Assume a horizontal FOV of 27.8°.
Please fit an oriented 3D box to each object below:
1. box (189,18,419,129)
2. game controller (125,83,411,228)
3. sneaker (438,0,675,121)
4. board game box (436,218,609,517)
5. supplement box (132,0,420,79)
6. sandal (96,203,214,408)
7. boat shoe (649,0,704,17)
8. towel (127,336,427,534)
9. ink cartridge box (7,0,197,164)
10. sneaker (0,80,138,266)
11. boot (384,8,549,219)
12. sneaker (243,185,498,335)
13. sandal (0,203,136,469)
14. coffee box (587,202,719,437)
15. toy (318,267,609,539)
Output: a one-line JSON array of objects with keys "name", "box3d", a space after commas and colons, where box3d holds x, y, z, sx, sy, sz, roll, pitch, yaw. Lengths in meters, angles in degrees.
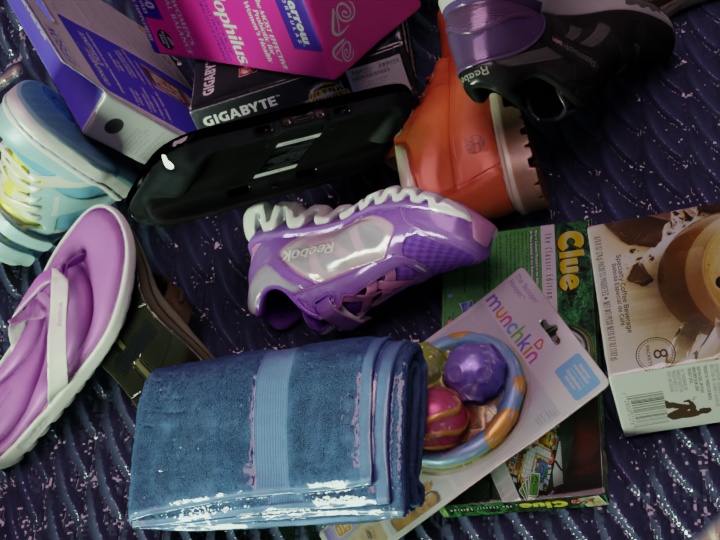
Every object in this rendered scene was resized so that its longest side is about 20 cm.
[{"name": "box", "box3d": [-0.042, -0.172, 1.092, 0.159, 0.046, 0.200, -16, 34, 9]}, {"name": "game controller", "box3d": [-0.057, -0.079, 0.968, 0.200, 0.104, 0.042, -18, 66, -32]}, {"name": "sneaker", "box3d": [0.137, -0.139, 0.990, 0.076, 0.200, 0.088, -24, 70, 52]}, {"name": "board game box", "box3d": [0.102, 0.059, 0.931, 0.105, 0.023, 0.200, -8, 55, 17]}, {"name": "supplement box", "box3d": [-0.071, -0.212, 1.030, 0.200, 0.101, 0.103, 14, 47, 42]}, {"name": "sandal", "box3d": [-0.147, 0.042, 1.011, 0.080, 0.057, 0.201, -43, 68, 19]}, {"name": "boat shoe", "box3d": [0.240, -0.240, 1.060, 0.200, 0.072, 0.076, -34, 52, -6]}, {"name": "towel", "box3d": [-0.054, 0.101, 0.885, 0.200, 0.049, 0.112, -10, 68, 30]}, {"name": "ink cartridge box", "box3d": [-0.195, -0.154, 1.074, 0.043, 0.200, 0.198, -45, 51, 12]}, {"name": "sneaker", "box3d": [-0.241, -0.058, 1.040, 0.130, 0.200, 0.080, -36, 76, 2]}, {"name": "boot", "box3d": [0.063, -0.118, 1.040, 0.107, 0.075, 0.200, -17, 54, 13]}, {"name": "sneaker", "box3d": [0.000, 0.000, 0.965, 0.200, 0.080, 0.089, -6, 62, 37]}, {"name": "sandal", "box3d": [-0.215, 0.048, 0.986, 0.082, 0.050, 0.203, 33, 99, 32]}, {"name": "coffee box", "box3d": [0.245, 0.020, 0.872, 0.199, 0.080, 0.113, -11, 53, 12]}, {"name": "toy", "box3d": [0.038, 0.084, 0.894, 0.200, 0.047, 0.115, -39, 46, 7]}]
